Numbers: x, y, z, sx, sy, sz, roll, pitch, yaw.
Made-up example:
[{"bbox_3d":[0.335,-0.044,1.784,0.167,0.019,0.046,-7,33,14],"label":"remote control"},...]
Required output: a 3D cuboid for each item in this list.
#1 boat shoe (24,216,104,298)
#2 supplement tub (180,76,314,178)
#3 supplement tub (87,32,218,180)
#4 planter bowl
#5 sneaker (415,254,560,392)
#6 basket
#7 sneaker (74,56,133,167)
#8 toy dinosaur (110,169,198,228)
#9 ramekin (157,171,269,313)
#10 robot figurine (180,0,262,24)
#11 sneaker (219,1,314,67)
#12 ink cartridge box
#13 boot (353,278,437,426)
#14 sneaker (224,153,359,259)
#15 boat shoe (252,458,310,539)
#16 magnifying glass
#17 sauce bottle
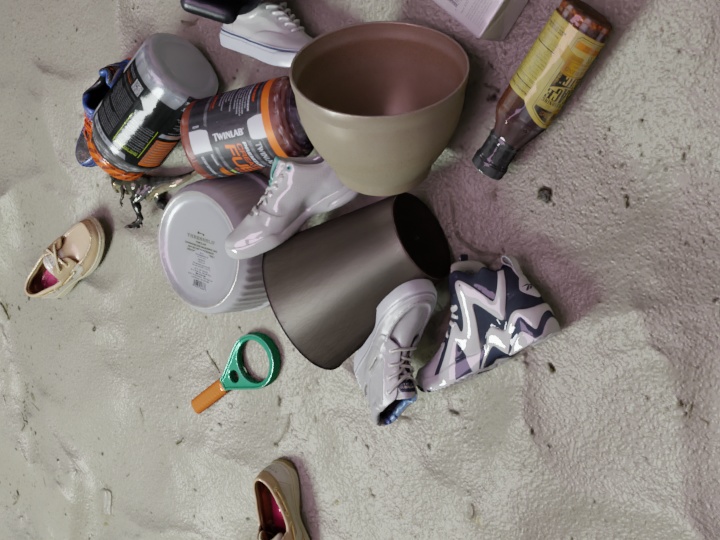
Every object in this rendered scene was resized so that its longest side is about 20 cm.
[{"bbox_3d":[-0.492,-0.013,1.438,0.200,0.069,0.074,-44,74,33],"label":"boat shoe"},{"bbox_3d":[-0.127,-0.187,1.119,0.196,0.107,0.109,-9,95,27],"label":"supplement tub"},{"bbox_3d":[-0.299,-0.226,1.233,0.199,0.122,0.124,-39,77,33],"label":"supplement tub"},{"bbox_3d":[0.023,-0.172,0.987,0.198,0.200,0.137,26,139,28],"label":"planter bowl"},{"bbox_3d":[0.125,0.054,1.018,0.198,0.079,0.132,-36,71,42],"label":"sneaker"},{"bbox_3d":[0.000,0.000,1.063,0.198,0.135,0.183,-30,86,32],"label":"basket"},{"bbox_3d":[-0.397,-0.242,1.327,0.075,0.078,0.201,46,122,19],"label":"sneaker"},{"bbox_3d":[-0.320,-0.109,1.322,0.197,0.047,0.090,1,93,32],"label":"toy dinosaur"},{"bbox_3d":[-0.190,-0.035,1.205,0.197,0.104,0.205,8,104,33],"label":"ramekin"},{"bbox_3d":[-0.159,-0.397,1.059,0.148,0.124,0.203,-15,48,41],"label":"robot figurine"},{"bbox_3d":[-0.107,-0.304,1.109,0.197,0.073,0.072,23,116,31],"label":"sneaker"},{"bbox_3d":[0.104,-0.360,0.951,0.200,0.067,0.117,46,121,18],"label":"ink cartridge box"},{"bbox_3d":[0.051,0.103,1.017,0.201,0.072,0.097,114,144,-50],"label":"boot"},{"bbox_3d":[-0.095,-0.095,1.080,0.198,0.075,0.089,-32,116,0],"label":"sneaker"},{"bbox_3d":[-0.120,0.381,1.261,0.073,0.069,0.205,-8,95,36],"label":"boat shoe"},{"bbox_3d":[-0.190,0.160,1.296,0.199,0.022,0.081,-38,77,35],"label":"magnifying glass"},{"bbox_3d":[0.188,-0.188,0.930,0.066,0.066,0.202,43,123,20],"label":"sauce bottle"}]
